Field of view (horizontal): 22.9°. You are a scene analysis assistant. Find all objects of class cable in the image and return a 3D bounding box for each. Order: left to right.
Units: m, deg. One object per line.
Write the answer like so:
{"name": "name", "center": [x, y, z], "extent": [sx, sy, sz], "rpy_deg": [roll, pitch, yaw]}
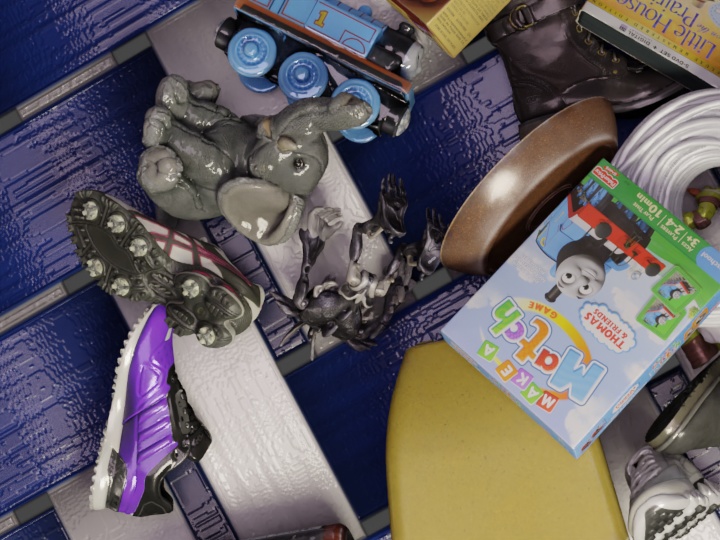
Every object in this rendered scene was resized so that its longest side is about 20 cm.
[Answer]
{"name": "cable", "center": [0.301, -0.051, 1.495], "extent": [0.200, 0.069, 0.201], "rpy_deg": [36, 98, 23]}

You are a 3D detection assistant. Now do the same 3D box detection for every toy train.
{"name": "toy train", "center": [-0.033, -0.199, 1.616], "extent": [0.199, 0.087, 0.115], "rpy_deg": [27, 85, 8]}

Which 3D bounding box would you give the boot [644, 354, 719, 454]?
{"name": "boot", "center": [0.351, 0.169, 1.512], "extent": [0.200, 0.182, 0.073], "rpy_deg": [49, 129, 8]}

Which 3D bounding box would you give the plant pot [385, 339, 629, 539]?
{"name": "plant pot", "center": [0.117, 0.156, 1.530], "extent": [0.193, 0.196, 0.202], "rpy_deg": [-12, 79, 7]}

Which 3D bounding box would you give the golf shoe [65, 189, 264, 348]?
{"name": "golf shoe", "center": [-0.178, -0.006, 1.609], "extent": [0.200, 0.088, 0.077], "rpy_deg": [37, 118, 10]}

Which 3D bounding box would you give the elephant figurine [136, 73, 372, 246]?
{"name": "elephant figurine", "center": [-0.090, -0.094, 1.584], "extent": [0.198, 0.155, 0.143], "rpy_deg": [11, 89, 7]}

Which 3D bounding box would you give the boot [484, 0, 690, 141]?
{"name": "boot", "center": [0.199, -0.215, 1.591], "extent": [0.199, 0.069, 0.175], "rpy_deg": [-17, 84, 7]}

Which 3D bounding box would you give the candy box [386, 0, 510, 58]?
{"name": "candy box", "center": [0.112, -0.298, 1.583], "extent": [0.200, 0.056, 0.117], "rpy_deg": [-45, 44, 1]}

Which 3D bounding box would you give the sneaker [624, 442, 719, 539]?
{"name": "sneaker", "center": [0.253, 0.187, 1.505], "extent": [0.075, 0.200, 0.081], "rpy_deg": [-40, 75, 12]}

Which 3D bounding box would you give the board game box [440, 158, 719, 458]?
{"name": "board game box", "center": [0.187, 0.029, 1.448], "extent": [0.151, 0.037, 0.200], "rpy_deg": [41, 84, 22]}

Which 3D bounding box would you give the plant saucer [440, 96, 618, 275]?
{"name": "plant saucer", "center": [0.153, -0.063, 1.523], "extent": [0.200, 0.200, 0.035], "rpy_deg": [-44, 71, 4]}

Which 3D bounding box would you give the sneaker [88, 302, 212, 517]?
{"name": "sneaker", "center": [-0.181, 0.131, 1.634], "extent": [0.099, 0.070, 0.202], "rpy_deg": [14, 92, 0]}

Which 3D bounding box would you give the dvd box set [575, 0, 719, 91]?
{"name": "dvd box set", "center": [0.301, -0.263, 1.566], "extent": [0.146, 0.029, 0.201], "rpy_deg": [32, 72, 8]}

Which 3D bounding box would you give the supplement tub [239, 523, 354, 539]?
{"name": "supplement tub", "center": [-0.099, 0.294, 1.591], "extent": [0.198, 0.107, 0.108], "rpy_deg": [-11, 86, 7]}

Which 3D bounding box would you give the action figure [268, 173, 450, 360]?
{"name": "action figure", "center": [0.000, 0.000, 1.594], "extent": [0.118, 0.102, 0.200], "rpy_deg": [31, 134, -18]}

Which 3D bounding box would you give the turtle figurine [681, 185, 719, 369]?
{"name": "turtle figurine", "center": [0.285, -0.006, 1.571], "extent": [0.200, 0.064, 0.162], "rpy_deg": [-39, 83, 5]}
